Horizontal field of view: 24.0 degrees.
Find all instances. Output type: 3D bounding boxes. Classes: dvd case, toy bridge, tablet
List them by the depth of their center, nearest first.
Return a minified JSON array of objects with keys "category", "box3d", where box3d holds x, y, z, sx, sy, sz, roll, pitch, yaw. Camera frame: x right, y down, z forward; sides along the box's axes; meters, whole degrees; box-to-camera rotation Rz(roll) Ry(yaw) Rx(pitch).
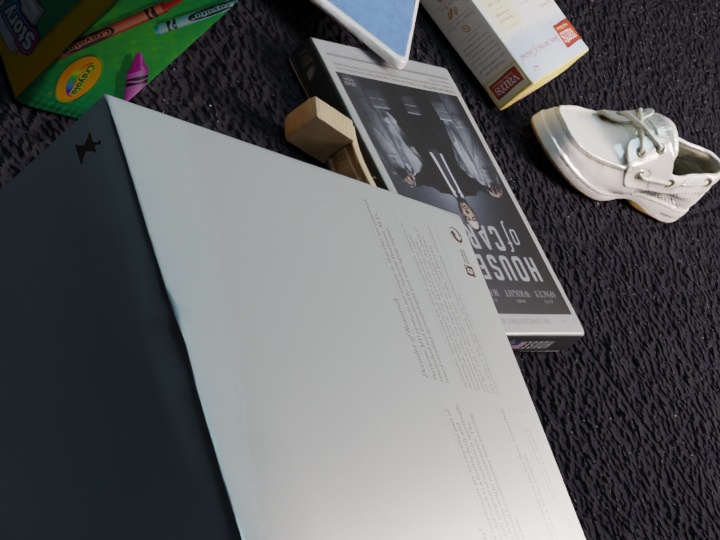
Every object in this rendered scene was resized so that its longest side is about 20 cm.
[{"category":"toy bridge","box3d":[0.000,0.000,0.886,0.067,0.027,0.201,30,37,-39]},{"category":"dvd case","box3d":[0.047,-0.043,1.008,0.150,0.025,0.201,3,55,-55]},{"category":"tablet","box3d":[-0.044,-0.212,1.046,0.199,0.014,0.131,36,32,-16]}]

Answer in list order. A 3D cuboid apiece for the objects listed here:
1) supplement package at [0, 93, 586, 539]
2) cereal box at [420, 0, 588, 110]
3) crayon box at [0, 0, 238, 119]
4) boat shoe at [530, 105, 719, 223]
[{"category":"supplement package","box3d":[-0.042,0.075,0.615,0.199,0.147,0.193,16,46,-49]},{"category":"cereal box","box3d":[0.077,-0.217,1.227,0.201,0.039,0.144,55,29,1]},{"category":"crayon box","box3d":[-0.133,-0.187,0.796,0.058,0.118,0.201,10,51,-52]},{"category":"boat shoe","box3d":[0.200,-0.091,1.240,0.199,0.069,0.071,12,50,-50]}]
